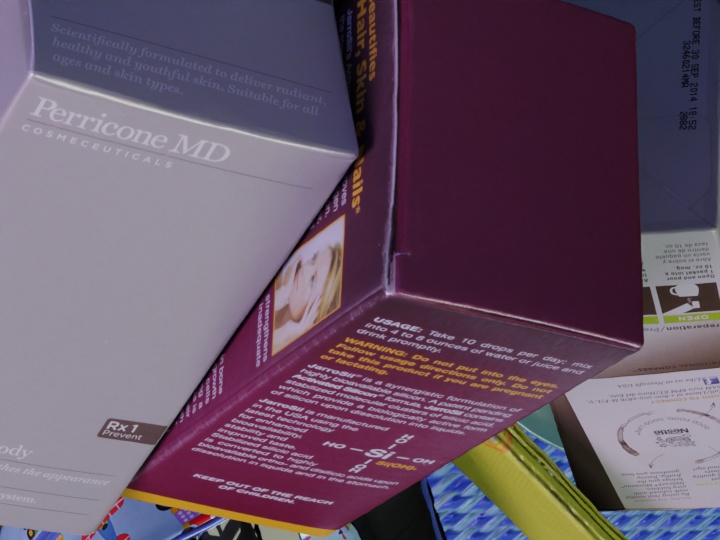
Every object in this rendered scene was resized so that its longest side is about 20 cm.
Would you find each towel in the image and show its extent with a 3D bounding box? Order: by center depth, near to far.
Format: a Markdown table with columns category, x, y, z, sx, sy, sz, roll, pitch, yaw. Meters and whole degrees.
| category | x | y | z | sx | sy | sz | roll | pitch | yaw |
| --- | --- | --- | --- | --- | --- | --- | --- | --- | --- |
| towel | 0.046 | 0.064 | 1.002 | 0.018 | 0.086 | 0.200 | -52 | 129 | -10 |

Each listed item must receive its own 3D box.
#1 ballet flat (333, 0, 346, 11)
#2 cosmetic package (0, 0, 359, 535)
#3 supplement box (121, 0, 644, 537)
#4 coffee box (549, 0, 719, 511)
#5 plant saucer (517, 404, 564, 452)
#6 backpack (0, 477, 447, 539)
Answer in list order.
| category | x | y | z | sx | sy | sz | roll | pitch | yaw |
| --- | --- | --- | --- | --- | --- | --- | --- | --- | --- |
| ballet flat | 0.006 | -0.103 | 0.799 | 0.070 | 0.067 | 0.200 | -11 | 151 | -6 |
| cosmetic package | -0.092 | -0.012 | 0.794 | 0.107 | 0.090 | 0.200 | 11 | 139 | -24 |
| supplement box | 0.000 | 0.000 | 0.822 | 0.086 | 0.110 | 0.200 | 14 | 153 | -24 |
| coffee box | 0.108 | -0.004 | 0.975 | 0.080 | 0.113 | 0.200 | -3 | 146 | 14 |
| plant saucer | 0.143 | 0.021 | 1.126 | 0.200 | 0.027 | 0.200 | 6 | 140 | 5 |
| backpack | -0.062 | 0.099 | 1.010 | 0.183 | 0.135 | 0.200 | -28 | 156 | -7 |
